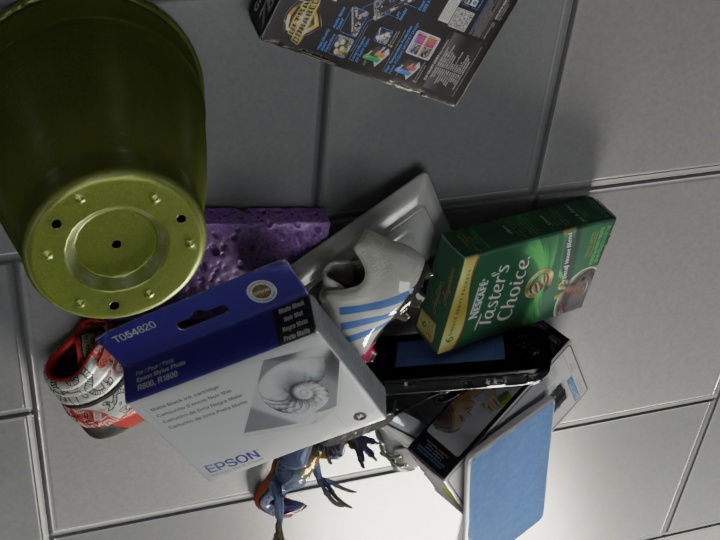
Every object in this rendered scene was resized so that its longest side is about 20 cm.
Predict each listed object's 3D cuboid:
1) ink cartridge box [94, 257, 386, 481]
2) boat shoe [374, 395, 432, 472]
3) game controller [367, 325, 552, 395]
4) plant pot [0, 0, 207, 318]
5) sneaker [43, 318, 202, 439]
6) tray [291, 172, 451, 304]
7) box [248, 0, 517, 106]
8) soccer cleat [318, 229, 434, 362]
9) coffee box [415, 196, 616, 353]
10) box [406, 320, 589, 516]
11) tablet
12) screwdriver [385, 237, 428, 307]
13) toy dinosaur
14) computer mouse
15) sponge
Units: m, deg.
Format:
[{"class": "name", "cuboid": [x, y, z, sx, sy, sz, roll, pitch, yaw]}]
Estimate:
[{"class": "ink cartridge box", "cuboid": [-0.103, 0.097, 1.054, 0.197, 0.041, 0.201, -22, 133, 16]}, {"class": "boat shoe", "cuboid": [0.055, 0.189, 1.289, 0.199, 0.073, 0.067, 35, 92, -40]}, {"class": "game controller", "cuboid": [0.089, 0.086, 1.175, 0.196, 0.105, 0.043, -4, 118, 7]}, {"class": "plant pot", "cuboid": [-0.194, -0.075, 0.883, 0.197, 0.194, 0.203, -12, 132, -13]}, {"class": "sneaker", "cuboid": [-0.193, 0.078, 1.101, 0.199, 0.068, 0.108, -26, 136, 3]}, {"class": "tray", "cuboid": [0.000, 0.000, 1.120, 0.199, 0.022, 0.108, -35, 142, -4]}, {"class": "box", "cuboid": [0.040, -0.246, 0.937, 0.196, 0.050, 0.201, 13, 123, -30]}, {"class": "soccer cleat", "cuboid": [-0.009, 0.037, 1.089, 0.086, 0.070, 0.201, 31, 131, -6]}, {"class": "coffee box", "cuboid": [0.153, 0.004, 1.170, 0.198, 0.044, 0.124, -13, 134, -32]}, {"class": "box", "cuboid": [0.150, 0.158, 1.265, 0.200, 0.060, 0.117, -45, 142, -11]}, {"class": "tablet", "cuboid": [0.155, 0.233, 1.269, 0.129, 0.014, 0.202, -30, 137, -28]}, {"class": "screwdriver", "cuboid": [0.051, 0.011, 1.134, 0.029, 0.028, 0.200, -65, 154, -7]}, {"class": "toy dinosaur", "cuboid": [-0.061, 0.206, 1.280, 0.104, 0.203, 0.180, -2, 166, -41]}, {"class": "computer mouse", "cuboid": [0.042, 0.128, 1.194, 0.197, 0.034, 0.059, -18, 159, -17]}, {"class": "sponge", "cuboid": [-0.132, -0.006, 1.082, 0.197, 0.030, 0.113, 0, 129, -23]}]
